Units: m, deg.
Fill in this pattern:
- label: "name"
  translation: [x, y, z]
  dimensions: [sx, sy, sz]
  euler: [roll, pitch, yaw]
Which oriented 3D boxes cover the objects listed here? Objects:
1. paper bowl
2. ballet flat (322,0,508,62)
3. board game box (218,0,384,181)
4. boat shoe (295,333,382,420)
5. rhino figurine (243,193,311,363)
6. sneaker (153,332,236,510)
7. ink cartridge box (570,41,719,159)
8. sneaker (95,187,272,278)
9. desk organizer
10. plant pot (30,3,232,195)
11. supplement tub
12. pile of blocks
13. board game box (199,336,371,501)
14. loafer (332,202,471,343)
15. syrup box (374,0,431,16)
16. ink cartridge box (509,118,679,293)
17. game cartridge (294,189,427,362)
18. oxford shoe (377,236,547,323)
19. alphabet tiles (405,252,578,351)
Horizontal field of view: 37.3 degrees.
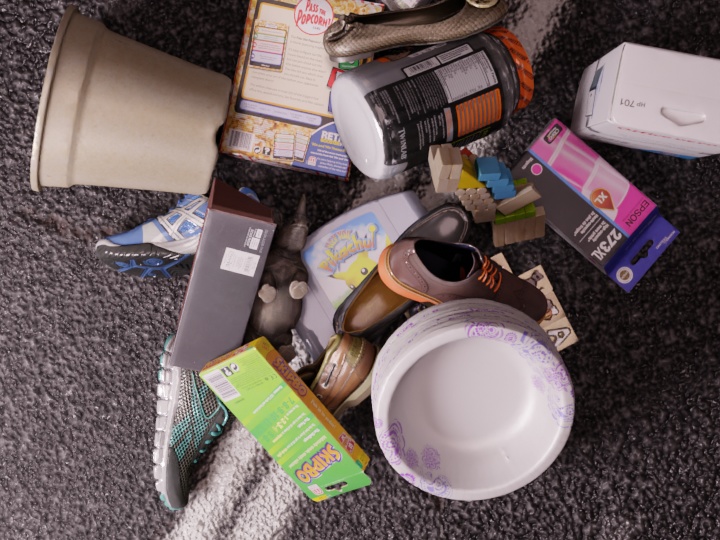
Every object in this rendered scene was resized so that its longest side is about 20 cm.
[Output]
- label: "paper bowl"
  translation: [0.110, 0.124, 1.089]
  dimensions: [0.200, 0.104, 0.201]
  euler: [-1, 112, -4]
- label: "ballet flat"
  translation: [0.057, -0.265, 1.125]
  dimensions: [0.199, 0.067, 0.046]
  euler: [-12, 119, 3]
- label: "board game box"
  translation: [-0.066, -0.215, 1.208]
  dimensions: [0.151, 0.046, 0.201]
  euler: [13, 92, 0]
- label: "boat shoe"
  translation: [-0.049, 0.134, 1.171]
  dimensions: [0.068, 0.072, 0.200]
  euler: [29, 125, -17]
- label: "rhino figurine"
  translation: [-0.086, 0.012, 1.159]
  dimensions: [0.060, 0.087, 0.201]
  euler: [11, 104, -10]
- label: "sneaker"
  translation: [-0.186, 0.174, 1.209]
  dimensions: [0.091, 0.078, 0.201]
  euler: [5, 93, -4]
- label: "ink cartridge box"
  translation: [0.317, -0.174, 1.129]
  dimensions: [0.146, 0.200, 0.086]
  euler: [11, 92, 0]
- label: "sneaker"
  translation: [-0.201, -0.042, 1.211]
  dimensions: [0.199, 0.076, 0.077]
  euler: [-8, 70, 0]
- label: "desk organizer"
  translation: [-0.148, 0.009, 1.141]
  dimensions: [0.071, 0.077, 0.201]
  euler: [13, 120, -11]
- label: "plant pot"
  translation: [-0.241, -0.164, 1.152]
  dimensions: [0.183, 0.200, 0.201]
  euler: [12, 92, -10]
- label: "supplement tub"
  translation: [0.079, -0.186, 1.153]
  dimensions: [0.199, 0.122, 0.123]
  euler: [-24, 91, -19]
- label: "pile of blocks"
  translation: [0.140, -0.097, 1.146]
  dimensions: [0.082, 0.200, 0.062]
  euler: [-26, 56, 23]
- label: "board game box"
  translation: [-0.076, 0.163, 1.141]
  dimensions: [0.095, 0.030, 0.200]
  euler: [-26, 108, 38]
- label: "loafer"
  translation: [0.049, 0.007, 1.163]
  dimensions: [0.073, 0.072, 0.200]
  euler: [40, 90, 3]
- label: "syrup box"
  translation: [0.004, -0.370, 1.186]
  dimensions: [0.200, 0.081, 0.079]
  euler: [42, 92, 0]
- label: "ink cartridge box"
  translation: [0.263, -0.073, 1.217]
  dimensions: [0.200, 0.037, 0.095]
  euler: [41, 92, -3]
- label: "game cartridge"
  translation: [0.000, 0.000, 1.218]
  dimensions: [0.200, 0.040, 0.134]
  euler: [-32, 85, 1]
- label: "oxford shoe"
  translation: [0.120, 0.015, 1.113]
  dimensions: [0.199, 0.073, 0.071]
  euler: [16, 67, -22]
- label: "alphabet tiles"
  translation: [0.143, 0.083, 1.235]
  dimensions: [0.200, 0.006, 0.167]
  euler: [-28, 90, 2]
